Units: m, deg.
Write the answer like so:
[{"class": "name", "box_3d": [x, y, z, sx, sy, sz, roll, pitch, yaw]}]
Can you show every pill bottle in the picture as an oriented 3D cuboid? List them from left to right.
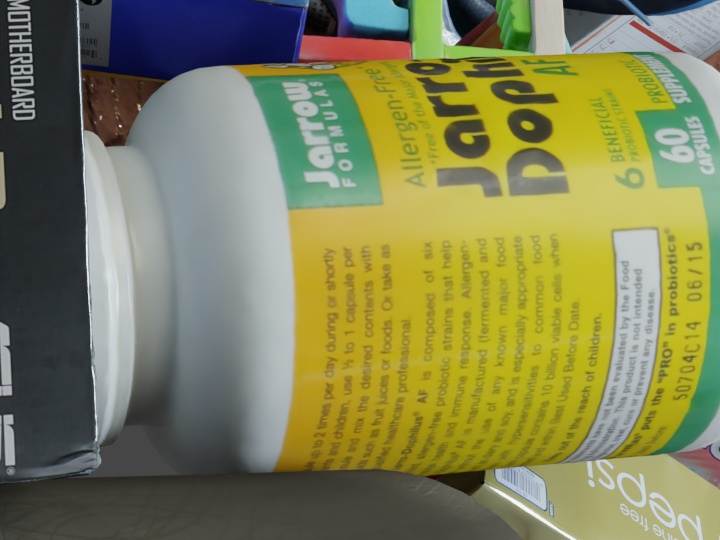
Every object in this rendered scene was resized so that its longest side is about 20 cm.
[{"class": "pill bottle", "box_3d": [0.000, 0.000, 0.682, 0.200, 0.113, 0.113, -3, 56, -17]}]

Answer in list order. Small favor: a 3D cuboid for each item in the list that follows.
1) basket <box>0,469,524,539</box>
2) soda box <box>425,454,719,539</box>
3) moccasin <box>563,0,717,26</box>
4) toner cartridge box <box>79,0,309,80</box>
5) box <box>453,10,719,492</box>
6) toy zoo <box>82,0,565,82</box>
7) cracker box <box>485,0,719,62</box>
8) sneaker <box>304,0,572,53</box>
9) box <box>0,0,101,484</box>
[{"class": "basket", "box_3d": [-0.038, 0.114, 0.565, 0.200, 0.136, 0.181, -14, 78, -62]}, {"class": "soda box", "box_3d": [0.082, 0.101, 0.801, 0.200, 0.068, 0.064, 34, 35, -30]}, {"class": "moccasin", "box_3d": [0.067, -0.124, 0.916, 0.068, 0.200, 0.081, 8, 81, -41]}, {"class": "toner cartridge box", "box_3d": [-0.057, -0.149, 0.776, 0.095, 0.043, 0.200, 7, 56, -6]}, {"class": "box", "box_3d": [0.082, 0.023, 0.852, 0.200, 0.095, 0.103, 38, 34, -26]}, {"class": "toy zoo", "box_3d": [-0.038, -0.114, 0.795, 0.200, 0.020, 0.131, 4, 57, -8]}, {"class": "cracker box", "box_3d": [0.119, -0.152, 0.976, 0.058, 0.200, 0.134, 25, 41, -41]}, {"class": "sneaker", "box_3d": [-0.008, -0.114, 0.873, 0.200, 0.086, 0.078, 41, 33, -21]}, {"class": "box", "box_3d": [-0.094, -0.047, 0.547, 0.043, 0.200, 0.161, -3, 94, -14]}]
